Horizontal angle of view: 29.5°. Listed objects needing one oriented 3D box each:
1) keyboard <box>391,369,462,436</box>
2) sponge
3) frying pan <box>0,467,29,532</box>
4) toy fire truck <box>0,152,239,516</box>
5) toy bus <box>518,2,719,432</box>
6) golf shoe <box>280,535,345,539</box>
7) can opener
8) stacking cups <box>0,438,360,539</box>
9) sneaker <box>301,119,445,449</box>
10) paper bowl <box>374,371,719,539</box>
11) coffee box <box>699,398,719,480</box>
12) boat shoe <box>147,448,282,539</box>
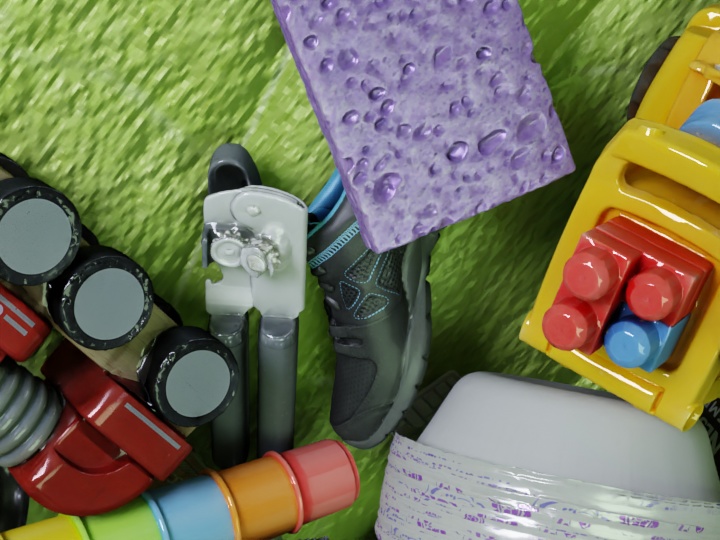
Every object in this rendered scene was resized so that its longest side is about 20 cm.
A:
[{"bbox_3d":[0.090,0.136,0.874,0.056,0.011,0.200,-39,123,6],"label":"keyboard"},{"bbox_3d":[0.020,-0.119,0.657,0.111,0.030,0.201,-23,104,-6],"label":"sponge"},{"bbox_3d":[-0.202,0.148,0.722,0.031,0.115,0.191,-3,110,16],"label":"frying pan"},{"bbox_3d":[-0.175,0.070,0.644,0.200,0.129,0.176,-49,124,-9],"label":"toy fire truck"},{"bbox_3d":[0.162,-0.024,0.685,0.192,0.135,0.201,-17,132,-58],"label":"toy bus"},{"bbox_3d":[-0.071,0.203,0.699,0.199,0.095,0.078,-16,154,-36],"label":"golf shoe"},{"bbox_3d":[-0.055,0.028,0.735,0.052,0.067,0.201,4,127,1],"label":"can opener"},{"bbox_3d":[-0.094,0.138,0.721,0.199,0.060,0.061,-12,123,-31],"label":"stacking cups"},{"bbox_3d":[0.000,0.000,0.737,0.081,0.073,0.201,6,107,-15],"label":"sneaker"},{"bbox_3d":[0.113,0.117,0.751,0.200,0.200,0.105,10,89,-23],"label":"paper bowl"},{"bbox_3d":[0.271,0.040,0.816,0.080,0.113,0.200,22,109,-30],"label":"coffee box"},{"bbox_3d":[-0.105,0.146,0.774,0.072,0.076,0.200,-44,122,11],"label":"boat shoe"}]
